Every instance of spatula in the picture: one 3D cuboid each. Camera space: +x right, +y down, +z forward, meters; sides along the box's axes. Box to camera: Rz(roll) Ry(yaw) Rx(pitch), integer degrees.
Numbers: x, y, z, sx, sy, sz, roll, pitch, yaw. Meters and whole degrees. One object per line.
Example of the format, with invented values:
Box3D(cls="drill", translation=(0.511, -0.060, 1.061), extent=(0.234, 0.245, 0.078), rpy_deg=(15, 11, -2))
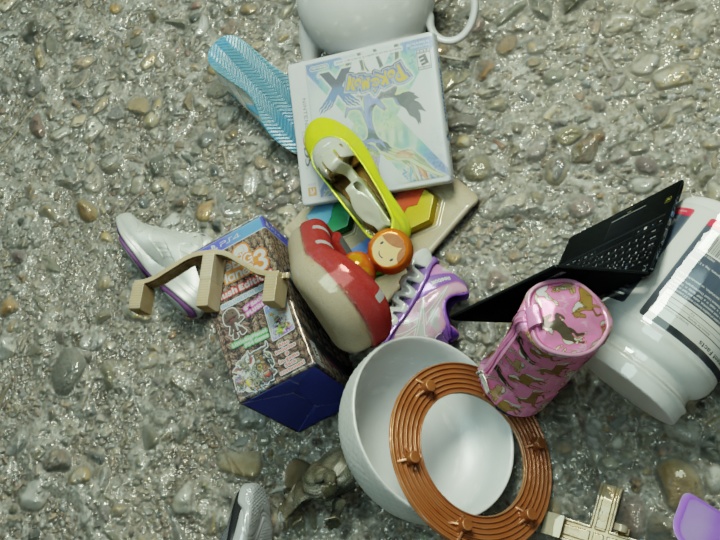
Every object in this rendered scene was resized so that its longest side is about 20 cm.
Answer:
Box3D(cls="spatula", translation=(0.397, 0.277, 0.890), extent=(0.199, 0.021, 0.057), rpy_deg=(21, 53, 24))

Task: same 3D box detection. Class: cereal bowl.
Box3D(cls="cereal bowl", translation=(0.060, 0.177, 0.998), extent=(0.083, 0.199, 0.201), rpy_deg=(-45, 49, 49))

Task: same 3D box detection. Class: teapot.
Box3D(cls="teapot", translation=(0.020, -0.328, 1.218), extent=(0.197, 0.200, 0.147), rpy_deg=(-22, 100, -25))

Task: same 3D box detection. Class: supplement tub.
Box3D(cls="supplement tub", translation=(0.327, 0.040, 0.951), extent=(0.140, 0.140, 0.200), rpy_deg=(37, 86, 29))

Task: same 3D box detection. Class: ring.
Box3D(cls="ring", translation=(0.119, 0.186, 0.964), extent=(0.019, 0.199, 0.201), rpy_deg=(-43, 50, 49))

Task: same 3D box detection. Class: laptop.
Box3D(cls="laptop", translation=(0.211, -0.019, 0.960), extent=(0.177, 0.103, 0.200), rpy_deg=(-32, 23, 55))

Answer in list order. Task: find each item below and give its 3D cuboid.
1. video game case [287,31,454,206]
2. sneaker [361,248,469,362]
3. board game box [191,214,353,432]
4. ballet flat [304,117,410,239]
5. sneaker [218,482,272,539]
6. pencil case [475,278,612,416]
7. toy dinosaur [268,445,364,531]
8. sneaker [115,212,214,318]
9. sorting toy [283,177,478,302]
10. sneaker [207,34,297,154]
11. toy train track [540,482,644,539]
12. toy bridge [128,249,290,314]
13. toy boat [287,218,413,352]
Box3D(cls="video game case", translation=(0.010, -0.184, 1.161), extent=(0.199, 0.022, 0.184), rpy_deg=(-8, 88, 22))
Box3D(cls="sneaker", translation=(0.064, 0.078, 1.082), extent=(0.088, 0.081, 0.201), rpy_deg=(25, 83, 9))
Box3D(cls="board game box", translation=(-0.095, 0.066, 1.098), extent=(0.096, 0.159, 0.201), rpy_deg=(-28, 63, 9))
Box3D(cls="ballet flat", translation=(-0.010, -0.109, 1.122), extent=(0.067, 0.067, 0.200), rpy_deg=(-40, 76, 18))
Box3D(cls="sneaker", translation=(-0.169, 0.339, 1.063), extent=(0.113, 0.075, 0.201), rpy_deg=(2, 74, 20))
Box3D(cls="pencil case", translation=(0.175, 0.079, 0.917), extent=(0.086, 0.200, 0.083), rpy_deg=(-37, 74, -21))
Box3D(cls="toy dinosaur", translation=(-0.012, 0.225, 1.047), extent=(0.199, 0.077, 0.102), rpy_deg=(-24, 29, -3))
Box3D(cls="sneaker", translation=(-0.248, -0.021, 1.255), extent=(0.100, 0.075, 0.200), rpy_deg=(-43, 64, -15))
Box3D(cls="sorting toy", translation=(0.020, -0.072, 1.177), extent=(0.200, 0.036, 0.185), rpy_deg=(-47, 60, -1))
Box3D(cls="sneaker", translation=(-0.122, -0.235, 1.280), extent=(0.076, 0.081, 0.200), rpy_deg=(-41, 80, 0))
Box3D(cls="toy train track", translation=(0.278, 0.281, 0.936), extent=(0.199, 0.033, 0.115), rpy_deg=(12, 75, 24))
Box3D(cls="toy bridge", translation=(-0.165, 0.012, 1.039), extent=(0.199, 0.027, 0.068), rpy_deg=(-4, 68, 24))
Box3D(cls="toy boat", translation=(0.000, 0.000, 1.043), extent=(0.130, 0.131, 0.200), rpy_deg=(-32, 21, 4))
